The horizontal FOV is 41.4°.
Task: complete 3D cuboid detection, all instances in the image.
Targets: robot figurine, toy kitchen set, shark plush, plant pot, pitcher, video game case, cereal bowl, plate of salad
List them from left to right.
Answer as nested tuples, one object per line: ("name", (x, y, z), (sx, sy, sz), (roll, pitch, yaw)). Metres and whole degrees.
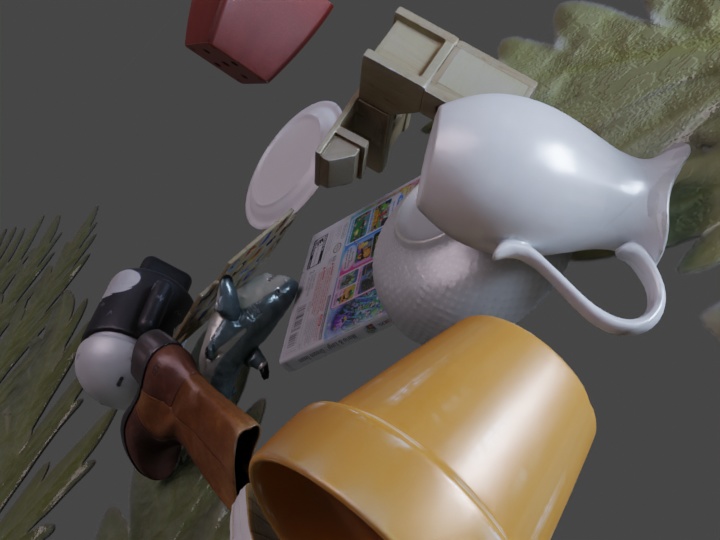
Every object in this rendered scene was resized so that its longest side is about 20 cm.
("robot figurine", (-0.282, 0.081, 1.217), (0.123, 0.151, 0.202), (2, 47, 17))
("shark plush", (-0.132, 0.092, 1.036), (0.091, 0.082, 0.202), (112, 175, -62))
("plant pot", (-0.201, -0.444, 1.703), (0.199, 0.199, 0.178), (19, 81, 59))
("plate of salad", (-0.086, -0.140, 1.298), (0.199, 0.048, 0.202), (-33, 40, 33))
("video game case", (0.000, 0.000, 1.033), (0.181, 0.024, 0.202), (-27, 34, 33))
("toy kitchen set", (0.063, -0.138, 1.069), (0.164, 0.179, 0.201), (-56, -10, -23))
("plant pot", (0.058, 0.136, 0.635), (0.183, 0.202, 0.199), (-42, 24, -27))
("cereal bowl", (0.089, -0.033, 0.866), (0.198, 0.083, 0.202), (-27, 36, 21))
("pitcher", (0.143, -0.045, 0.732), (0.122, 0.197, 0.174), (105, 178, -59))

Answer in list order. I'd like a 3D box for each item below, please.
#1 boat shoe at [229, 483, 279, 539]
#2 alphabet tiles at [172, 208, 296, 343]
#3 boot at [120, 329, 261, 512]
("boat shoe", (-0.089, 0.261, 0.780), (0.069, 0.071, 0.201), (-39, 31, 11))
("alphabet tiles", (-0.149, 0.007, 1.131), (0.200, 0.006, 0.167), (-46, -5, -48))
("boot", (-0.165, 0.183, 0.974), (0.199, 0.068, 0.191), (35, 121, 39))
